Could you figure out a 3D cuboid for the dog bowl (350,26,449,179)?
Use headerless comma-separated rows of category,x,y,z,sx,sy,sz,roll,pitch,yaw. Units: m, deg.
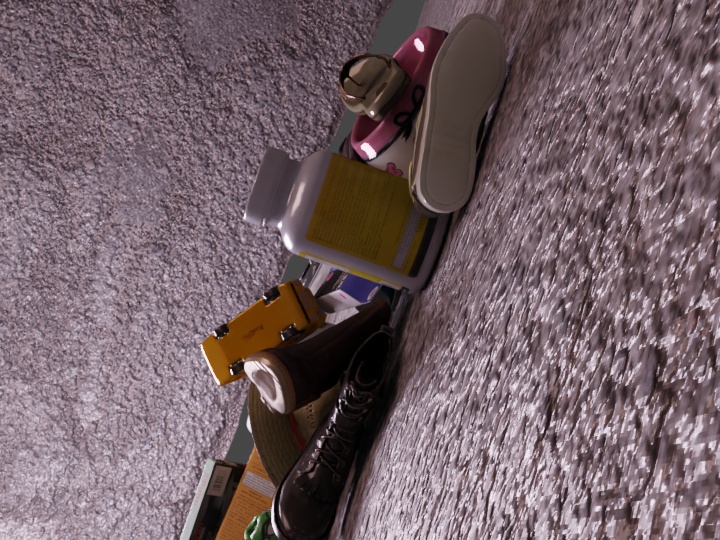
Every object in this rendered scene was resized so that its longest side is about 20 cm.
dog bowl,0.062,-0.200,1.192,0.201,0.073,0.201,-53,18,25

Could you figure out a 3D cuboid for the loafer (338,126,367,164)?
loafer,-0.012,-0.114,1.251,0.063,0.072,0.201,-27,34,25

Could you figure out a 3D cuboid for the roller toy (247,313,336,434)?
roller toy,-0.082,0.156,1.417,0.183,0.138,0.201,-75,6,-45

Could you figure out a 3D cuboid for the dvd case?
dvd case,-0.152,0.340,1.376,0.022,0.199,0.147,16,86,43

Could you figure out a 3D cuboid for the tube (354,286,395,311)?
tube,0.037,-0.020,1.324,0.201,0.050,0.078,-68,4,-49

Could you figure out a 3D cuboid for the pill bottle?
pill bottle,-0.015,-0.058,1.044,0.112,0.198,0.113,-161,90,-86

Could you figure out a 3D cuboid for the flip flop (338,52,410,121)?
flip flop,0.006,-0.219,1.161,0.081,0.057,0.200,-56,17,10

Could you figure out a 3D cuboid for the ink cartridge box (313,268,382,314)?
ink cartridge box,0.000,0.000,1.192,0.095,0.037,0.200,-55,11,-14

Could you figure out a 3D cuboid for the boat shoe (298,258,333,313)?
boat shoe,-0.027,-0.034,1.332,0.057,0.068,0.201,50,121,35

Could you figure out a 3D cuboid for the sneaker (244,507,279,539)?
sneaker,-0.095,0.316,1.215,0.200,0.084,0.079,108,180,-68

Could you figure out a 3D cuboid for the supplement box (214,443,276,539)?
supplement box,-0.135,0.322,1.317,0.067,0.068,0.202,38,-109,-61

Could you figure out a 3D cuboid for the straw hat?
straw hat,-0.047,0.175,1.192,0.084,0.202,0.202,-22,26,20

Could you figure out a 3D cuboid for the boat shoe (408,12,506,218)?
boat shoe,0.089,-0.148,0.968,0.060,0.071,0.204,144,142,-75

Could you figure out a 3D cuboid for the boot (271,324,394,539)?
boot,-0.025,0.167,1.033,0.201,0.069,0.175,-67,-1,-46

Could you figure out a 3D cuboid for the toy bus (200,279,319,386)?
toy bus,-0.124,0.080,1.288,0.199,0.066,0.078,-35,-14,37

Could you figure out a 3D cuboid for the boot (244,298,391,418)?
boot,-0.038,0.080,1.069,0.166,0.072,0.200,-40,-11,-13
